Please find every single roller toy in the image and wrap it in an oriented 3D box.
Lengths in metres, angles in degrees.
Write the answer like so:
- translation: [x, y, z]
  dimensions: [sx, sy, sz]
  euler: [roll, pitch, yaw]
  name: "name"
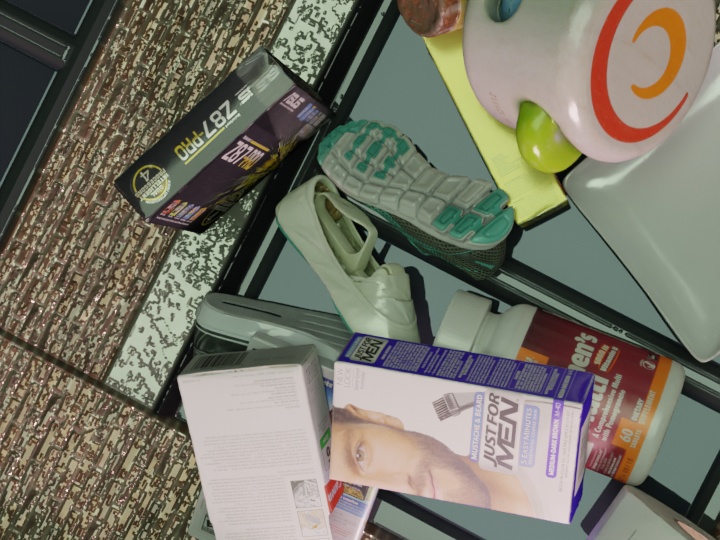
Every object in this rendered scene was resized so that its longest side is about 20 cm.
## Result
- translation: [0.177, -0.188, 1.478]
  dimensions: [0.140, 0.200, 0.183]
  euler: [26, 126, 42]
  name: "roller toy"

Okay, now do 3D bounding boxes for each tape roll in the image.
- translation: [0.271, 0.254, 1.489]
  dimensions: [0.202, 0.202, 0.071]
  euler: [36, 94, 7]
  name: "tape roll"

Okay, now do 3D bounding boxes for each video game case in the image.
- translation: [-0.053, 0.165, 1.591]
  dimensions: [0.143, 0.018, 0.201]
  euler: [22, 113, 7]
  name: "video game case"

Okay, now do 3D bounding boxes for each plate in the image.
- translation: [0.298, -0.060, 1.541]
  dimensions: [0.200, 0.032, 0.200]
  euler: [-42, 70, 17]
  name: "plate"

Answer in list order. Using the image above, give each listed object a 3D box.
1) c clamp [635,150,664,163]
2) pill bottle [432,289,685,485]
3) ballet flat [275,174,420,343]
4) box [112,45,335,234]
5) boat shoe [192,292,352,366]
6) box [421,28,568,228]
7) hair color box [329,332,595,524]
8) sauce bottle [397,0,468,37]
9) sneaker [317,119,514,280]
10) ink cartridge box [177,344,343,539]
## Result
- translation: [0.247, -0.185, 1.591]
  dimensions: [0.200, 0.027, 0.171]
  euler: [32, 98, 5]
  name: "c clamp"
- translation: [0.157, 0.093, 1.552]
  dimensions: [0.199, 0.110, 0.110]
  euler: [21, 92, 7]
  name: "pill bottle"
- translation: [0.000, 0.000, 1.574]
  dimensions: [0.069, 0.069, 0.200]
  euler: [-39, 68, 5]
  name: "ballet flat"
- translation: [-0.108, -0.102, 1.545]
  dimensions: [0.161, 0.200, 0.049]
  euler: [-43, 83, 4]
  name: "box"
- translation: [-0.048, 0.076, 1.608]
  dimensions: [0.199, 0.072, 0.071]
  euler: [17, 113, 8]
  name: "boat shoe"
- translation: [0.109, -0.135, 1.581]
  dimensions: [0.050, 0.075, 0.200]
  euler: [-26, 85, 6]
  name: "box"
- translation: [0.079, 0.124, 1.493]
  dimensions: [0.199, 0.065, 0.110]
  euler: [9, 114, 15]
  name: "hair color box"
- translation: [0.120, -0.245, 1.540]
  dimensions: [0.200, 0.066, 0.066]
  euler: [-22, 85, -34]
  name: "sauce bottle"
- translation: [0.044, -0.053, 1.589]
  dimensions: [0.200, 0.091, 0.078]
  euler: [35, 67, 29]
  name: "sneaker"
- translation: [-0.075, 0.166, 1.560]
  dimensions: [0.109, 0.050, 0.201]
  euler: [-6, 108, 16]
  name: "ink cartridge box"
